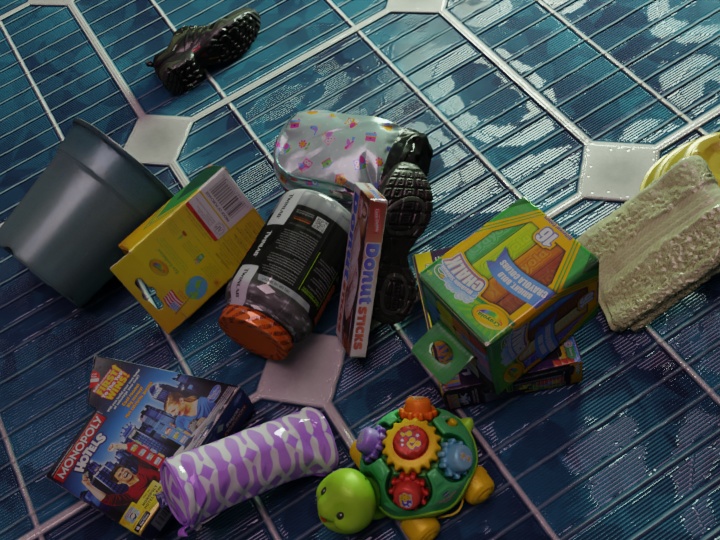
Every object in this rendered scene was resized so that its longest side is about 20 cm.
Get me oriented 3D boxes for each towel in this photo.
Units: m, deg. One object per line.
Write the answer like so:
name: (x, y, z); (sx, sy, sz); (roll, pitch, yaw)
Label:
towel: (0.354, -0.031, 1.056); (0.200, 0.036, 0.148); (-39, 54, 22)

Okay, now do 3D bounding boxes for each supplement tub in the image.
supplement tub: (-0.091, 0.006, 1.130); (0.122, 0.123, 0.200); (17, 61, 23)

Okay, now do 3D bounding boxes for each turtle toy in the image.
turtle toy: (0.043, 0.218, 0.968); (0.200, 0.101, 0.146); (-34, 56, -11)

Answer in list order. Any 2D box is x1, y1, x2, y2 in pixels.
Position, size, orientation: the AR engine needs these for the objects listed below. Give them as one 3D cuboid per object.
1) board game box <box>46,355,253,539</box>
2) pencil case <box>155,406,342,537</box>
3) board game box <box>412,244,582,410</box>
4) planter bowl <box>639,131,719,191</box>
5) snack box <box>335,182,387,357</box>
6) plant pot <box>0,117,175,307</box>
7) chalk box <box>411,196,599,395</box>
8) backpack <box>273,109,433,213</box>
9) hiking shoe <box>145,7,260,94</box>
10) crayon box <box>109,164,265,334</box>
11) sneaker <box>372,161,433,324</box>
board game box: (-0.269, 0.195, 1.072); (0.200, 0.062, 0.200); (22, 65, 26)
pencil case: (-0.123, 0.219, 0.983); (0.200, 0.084, 0.086); (-18, 77, -25)
board game box: (0.163, 0.056, 1.078); (0.165, 0.057, 0.200); (-14, 55, 6)
planter bowl: (0.454, -0.111, 1.105); (0.200, 0.083, 0.200); (-6, 56, 9)
snack box: (0.000, 0.000, 1.068); (0.024, 0.200, 0.072); (2, 21, -16)
plant pot: (-0.378, -0.069, 1.217); (0.200, 0.200, 0.196); (33, 78, 29)
chalk box: (0.149, 0.041, 0.982); (0.200, 0.124, 0.125); (-37, 56, -11)
backpack: (-0.017, -0.140, 1.206); (0.200, 0.127, 0.167); (12, 60, 18)
hiking shoe: (-0.260, -0.381, 1.458); (0.200, 0.076, 0.101); (-37, 60, -11)
crayon box: (-0.226, -0.030, 1.179); (0.200, 0.127, 0.051); (-44, 29, -17)
sneaker: (0.032, -0.038, 1.109); (0.076, 0.091, 0.200); (10, 95, -23)
